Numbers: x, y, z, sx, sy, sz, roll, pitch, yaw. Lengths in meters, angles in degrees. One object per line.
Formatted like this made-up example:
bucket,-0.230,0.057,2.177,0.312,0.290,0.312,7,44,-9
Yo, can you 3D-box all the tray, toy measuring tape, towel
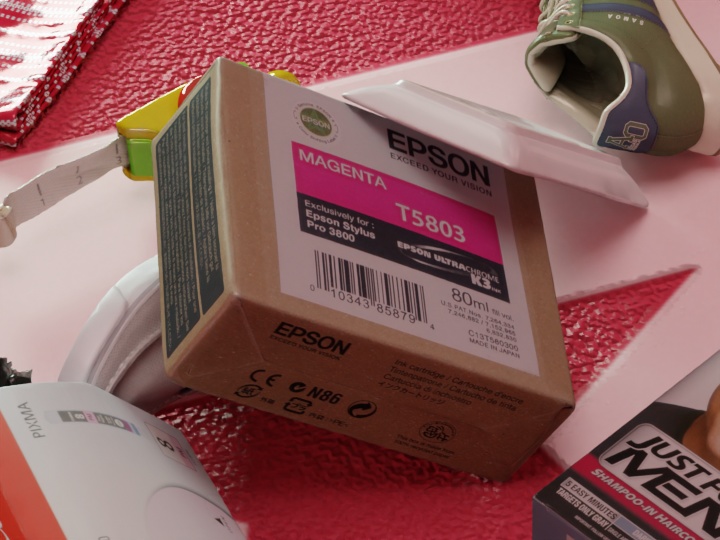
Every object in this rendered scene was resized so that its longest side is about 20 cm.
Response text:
tray,0.078,-0.070,1.449,0.107,0.022,0.200,24,6,26
toy measuring tape,-0.108,-0.056,1.509,0.199,0.074,0.074,-31,50,-25
towel,-0.224,-0.158,1.654,0.144,0.023,0.200,14,47,18

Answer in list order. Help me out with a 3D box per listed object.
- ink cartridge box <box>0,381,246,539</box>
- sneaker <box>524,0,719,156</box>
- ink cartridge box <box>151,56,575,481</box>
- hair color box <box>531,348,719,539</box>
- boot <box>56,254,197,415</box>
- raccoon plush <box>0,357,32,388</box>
ink cartridge box,-0.127,0.109,1.263,0.057,0.200,0.163,-43,48,9
sneaker,0.130,-0.137,1.563,0.089,0.067,0.201,-7,45,-27
ink cartridge box,0.000,0.000,1.368,0.199,0.075,0.165,18,44,-26
hair color box,0.187,0.100,1.335,0.200,0.061,0.099,-35,52,-28
boot,-0.068,0.032,1.409,0.095,0.074,0.200,23,46,23
raccoon plush,-0.243,0.109,1.342,0.133,0.097,0.201,-2,51,35
